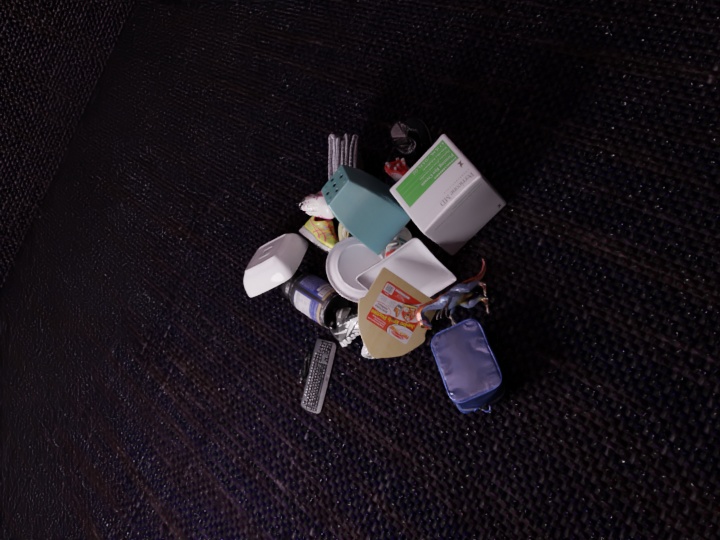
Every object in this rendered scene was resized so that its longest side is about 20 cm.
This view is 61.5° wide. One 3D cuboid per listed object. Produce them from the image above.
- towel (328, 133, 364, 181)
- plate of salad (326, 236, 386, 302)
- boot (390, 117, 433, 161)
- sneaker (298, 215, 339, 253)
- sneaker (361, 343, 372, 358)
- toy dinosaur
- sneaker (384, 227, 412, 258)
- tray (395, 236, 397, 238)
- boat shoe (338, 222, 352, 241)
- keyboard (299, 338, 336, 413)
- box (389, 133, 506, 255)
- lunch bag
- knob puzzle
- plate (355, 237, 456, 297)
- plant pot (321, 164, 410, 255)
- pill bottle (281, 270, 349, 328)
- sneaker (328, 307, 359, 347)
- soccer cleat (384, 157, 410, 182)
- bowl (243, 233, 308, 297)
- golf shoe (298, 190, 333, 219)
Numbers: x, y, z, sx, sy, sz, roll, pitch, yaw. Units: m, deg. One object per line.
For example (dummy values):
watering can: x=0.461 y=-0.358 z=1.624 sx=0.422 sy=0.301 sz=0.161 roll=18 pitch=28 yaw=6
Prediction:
towel: x=-0.030 y=-0.274 z=1.743 sx=0.083 sy=0.166 sz=0.205 roll=-5 pitch=71 yaw=13
plate of salad: x=0.000 y=0.000 z=1.659 sx=0.048 sy=0.195 sz=0.205 roll=115 pitch=158 yaw=-61
boot: x=0.137 y=-0.373 z=1.658 sx=0.076 sy=0.167 sz=0.203 roll=-33 pitch=59 yaw=21
sneaker: x=-0.101 y=-0.107 z=1.801 sx=0.199 sy=0.078 sz=0.091 roll=36 pitch=90 yaw=35
sneaker: x=0.081 y=0.161 z=1.595 sx=0.197 sy=0.077 sz=0.102 roll=-21 pitch=62 yaw=27
toy dinosaur: x=0.227 y=0.079 z=1.497 sx=0.177 sy=0.107 sz=0.202 roll=-6 pitch=39 yaw=16
sneaker: x=0.100 y=-0.056 z=1.634 sx=0.069 sy=0.093 sz=0.204 roll=-24 pitch=64 yaw=25
tray: x=0.057 y=-0.147 z=1.688 sx=0.198 sy=0.022 sz=0.109 roll=12 pitch=75 yaw=56
boat shoe: x=-0.021 y=-0.057 z=1.717 sx=0.063 sy=0.072 sz=0.206 roll=-25 pitch=63 yaw=57
keyboard: x=-0.136 y=0.296 z=1.726 sx=0.102 sy=0.039 sz=0.205 roll=8 pitch=80 yaw=35
box: x=0.221 y=-0.185 z=1.523 sx=0.199 sy=0.199 sz=0.173 roll=-44 pitch=58 yaw=14
lunch bag: x=0.258 y=0.234 z=1.417 sx=0.133 sy=0.133 sz=0.204 roll=-22 pitch=63 yaw=9
knob puzzle: x=0.076 y=0.124 z=1.510 sx=0.030 sy=0.216 sz=0.224 roll=-166 pitch=98 yaw=-79
plate: x=0.117 y=0.013 z=1.548 sx=0.198 sy=0.199 sz=0.033 roll=-33 pitch=40 yaw=22
plant pot: x=0.004 y=-0.171 z=1.575 sx=0.142 sy=0.198 sz=0.142 roll=-47 pitch=35 yaw=18
pill bottle: x=-0.134 y=0.076 z=1.745 sx=0.198 sy=0.111 sz=0.114 roll=29 pitch=93 yaw=37
sneaker: x=-0.020 y=0.132 z=1.628 sx=0.200 sy=0.090 sz=0.067 roll=-42 pitch=13 yaw=40
soccer cleat: x=0.128 y=-0.254 z=1.693 sx=0.068 sy=0.087 sz=0.199 roll=-25 pitch=34 yaw=-20
bowl: x=-0.264 y=-0.029 z=1.827 sx=0.197 sy=0.075 sz=0.202 roll=-23 pitch=26 yaw=30
golf shoe: x=-0.125 y=-0.185 z=1.784 sx=0.200 sy=0.090 sz=0.074 roll=-150 pitch=43 yaw=-69
